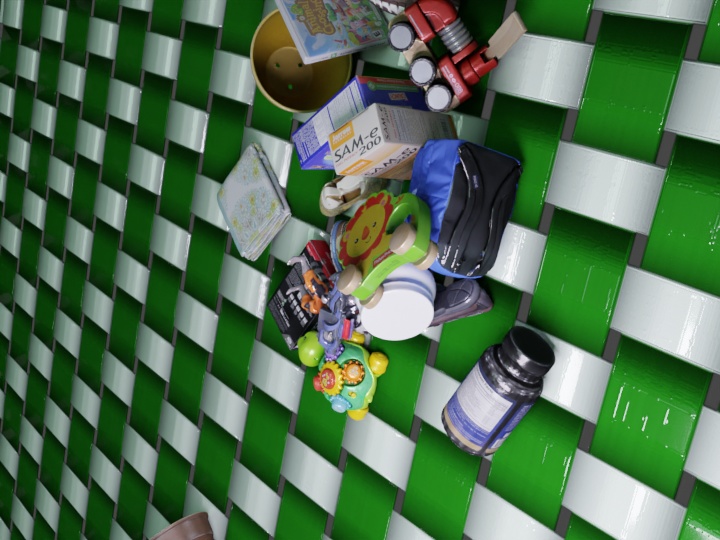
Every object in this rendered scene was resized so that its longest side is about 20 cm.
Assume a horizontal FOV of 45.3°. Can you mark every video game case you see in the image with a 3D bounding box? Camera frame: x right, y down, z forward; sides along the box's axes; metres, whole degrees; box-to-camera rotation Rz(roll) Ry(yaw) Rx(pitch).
[{"bbox_3d":[-0.057,-0.483,1.599,0.022,0.179,0.203,109,140,-61],"label":"video game case"}]

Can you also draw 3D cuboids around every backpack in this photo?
[{"bbox_3d":[0.153,-0.094,1.390,0.167,0.160,0.205,12,91,58],"label":"backpack"}]

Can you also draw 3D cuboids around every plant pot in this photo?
[{"bbox_3d":[-0.128,-0.400,1.682,0.142,0.195,0.205,-175,85,-73],"label":"plant pot"},{"bbox_3d":[-0.394,0.701,1.988,0.200,0.198,0.201,55,127,20],"label":"plant pot"}]

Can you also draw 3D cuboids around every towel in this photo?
[{"bbox_3d":[-0.235,-0.148,1.887,0.171,0.048,0.202,-46,60,34],"label":"towel"}]

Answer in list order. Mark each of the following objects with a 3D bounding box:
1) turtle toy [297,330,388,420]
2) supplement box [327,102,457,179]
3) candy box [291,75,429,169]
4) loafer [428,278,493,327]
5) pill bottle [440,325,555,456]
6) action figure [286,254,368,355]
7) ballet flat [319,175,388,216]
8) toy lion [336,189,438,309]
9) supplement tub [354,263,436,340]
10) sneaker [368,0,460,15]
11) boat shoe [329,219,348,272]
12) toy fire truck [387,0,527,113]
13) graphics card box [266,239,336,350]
[{"bbox_3d":[-0.043,0.189,1.653,0.200,0.100,0.148,41,119,37],"label":"turtle toy"},{"bbox_3d":[0.059,-0.214,1.462,0.125,0.197,0.075,-27,72,43],"label":"supplement box"},{"bbox_3d":[0.000,-0.260,1.546,0.199,0.167,0.079,-32,72,41],"label":"candy box"},{"bbox_3d":[0.142,0.068,1.485,0.198,0.063,0.073,-19,46,48],"label":"loafer"},{"bbox_3d":[0.220,0.190,1.369,0.112,0.110,0.202,51,125,32],"label":"pill bottle"},{"bbox_3d":[-0.047,0.041,1.572,0.192,0.104,0.202,37,138,17],"label":"action figure"},{"bbox_3d":[-0.032,-0.155,1.656,0.198,0.070,0.072,-19,78,45],"label":"ballet flat"},{"bbox_3d":[0.034,-0.054,1.357,0.199,0.068,0.195,-37,35,37],"label":"toy lion"},{"bbox_3d":[0.056,0.001,1.470,0.141,0.138,0.203,-47,32,36],"label":"supplement tub"},{"bbox_3d":[0.104,-0.493,1.507,0.198,0.075,0.118,32,109,30],"label":"sneaker"},{"bbox_3d":[0.000,0.000,1.632,0.071,0.072,0.205,-13,92,40],"label":"boat shoe"},{"bbox_3d":[0.161,-0.376,1.395,0.198,0.129,0.178,-31,102,18],"label":"toy fire truck"},{"bbox_3d":[-0.107,0.052,1.754,0.201,0.050,0.127,-53,56,32],"label":"graphics card box"}]
